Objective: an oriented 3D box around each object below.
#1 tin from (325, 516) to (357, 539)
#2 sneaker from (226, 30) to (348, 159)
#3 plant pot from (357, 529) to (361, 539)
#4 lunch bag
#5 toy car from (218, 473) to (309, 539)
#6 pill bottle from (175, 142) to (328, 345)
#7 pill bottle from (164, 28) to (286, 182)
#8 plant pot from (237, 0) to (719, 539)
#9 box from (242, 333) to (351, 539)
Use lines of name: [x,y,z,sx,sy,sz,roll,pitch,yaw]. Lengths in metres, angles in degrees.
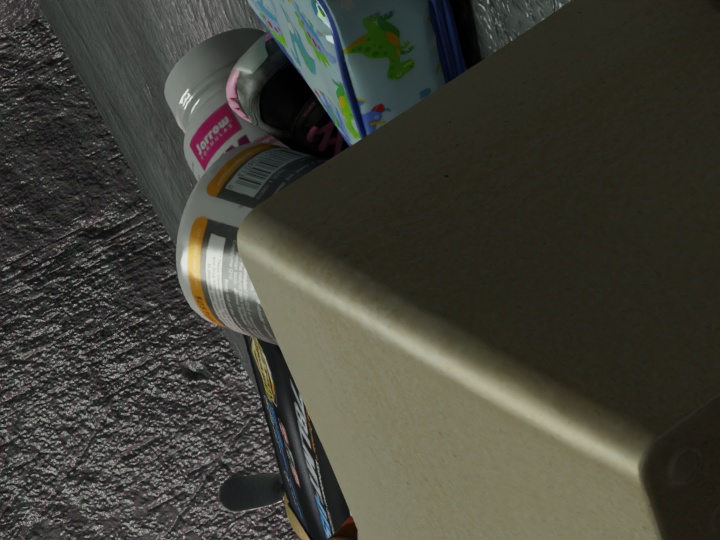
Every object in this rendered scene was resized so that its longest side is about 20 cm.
tin: [0.058,0.220,1.405,0.200,0.042,0.112,48,158,-6]
sneaker: [-0.005,-0.082,1.466,0.095,0.079,0.200,48,-172,35]
plant pot: [0.123,0.126,1.067,0.201,0.200,0.183,64,161,-6]
lunch bag: [-0.014,-0.159,1.315,0.200,0.082,0.161,57,169,39]
toy car: [-0.008,0.187,1.981,0.164,0.200,0.158,62,172,10]
pill bottle: [0.000,0.000,1.386,0.200,0.116,0.116,18,144,34]
pill bottle: [-0.063,-0.076,1.782,0.200,0.113,0.113,59,171,26]
plant pot: [0.110,0.039,0.840,0.177,0.200,0.200,34,152,49]
box: [-0.013,0.122,1.534,0.199,0.050,0.200,-126,20,-53]
